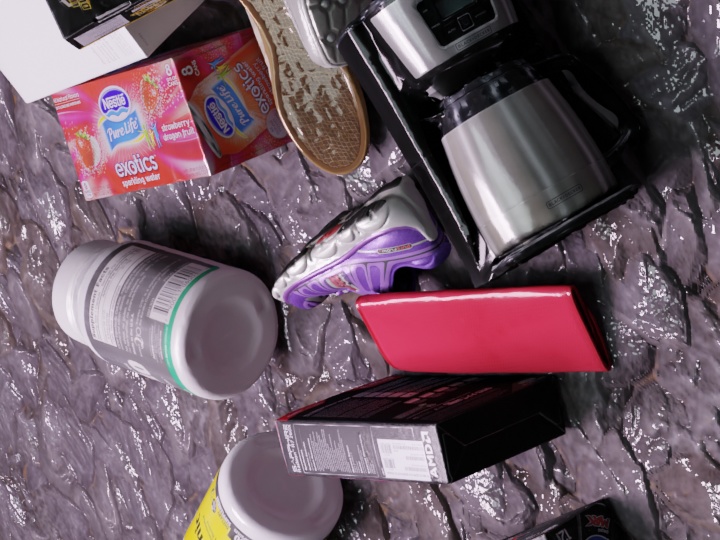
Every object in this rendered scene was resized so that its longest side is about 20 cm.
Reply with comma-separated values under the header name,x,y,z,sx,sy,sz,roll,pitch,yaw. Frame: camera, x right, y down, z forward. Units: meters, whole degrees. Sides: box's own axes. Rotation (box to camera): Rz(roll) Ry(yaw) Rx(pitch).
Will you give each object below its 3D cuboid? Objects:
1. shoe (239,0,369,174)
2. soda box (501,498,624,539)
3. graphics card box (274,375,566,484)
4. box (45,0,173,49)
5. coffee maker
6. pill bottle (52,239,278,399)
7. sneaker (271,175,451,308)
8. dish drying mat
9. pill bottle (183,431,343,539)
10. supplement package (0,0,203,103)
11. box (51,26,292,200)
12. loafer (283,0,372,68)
name,x,y,z,sx,sy,sz,roll,pitch,yaw
shoe,-0.042,-0.170,1.613,0.069,0.053,0.201,-21,99,21
soda box,0.122,0.238,1.624,0.200,0.070,0.064,-33,84,53
graphics card box,0.043,0.118,1.605,0.199,0.125,0.051,-6,100,51
box,-0.185,-0.290,1.562,0.201,0.159,0.049,64,-173,5
coffee maker,0.072,-0.098,1.431,0.201,0.134,0.192,61,145,3
pill bottle,-0.173,0.036,1.837,0.199,0.113,0.114,16,122,47
sneaker,0.000,0.000,1.636,0.084,0.081,0.200,50,149,-7
dish drying mat,0.089,0.043,1.560,0.199,0.018,0.077,-4,124,40
pill bottle,-0.095,0.238,1.861,0.111,0.111,0.200,50,142,18
supplement package,-0.223,-0.230,1.714,0.199,0.117,0.118,-12,122,52
box,-0.156,-0.126,1.733,0.199,0.095,0.100,-6,105,52
loafer,-0.041,-0.247,1.548,0.070,0.070,0.202,3,105,56
